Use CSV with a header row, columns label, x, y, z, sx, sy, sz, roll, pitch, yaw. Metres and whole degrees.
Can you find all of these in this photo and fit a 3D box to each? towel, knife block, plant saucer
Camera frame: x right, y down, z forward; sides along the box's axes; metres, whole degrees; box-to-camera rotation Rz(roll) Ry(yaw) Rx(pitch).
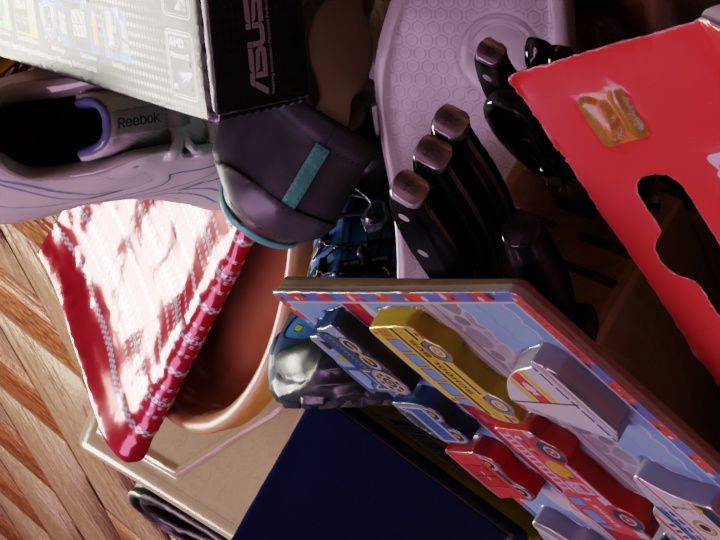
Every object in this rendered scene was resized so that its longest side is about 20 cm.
label,x,y,z,sx,sy,sz,roll,pitch,yaw
towel,-0.096,-0.025,1.162,0.201,0.022,0.145,-61,40,40
knife block,0.066,0.020,0.846,0.064,0.175,0.201,23,115,32
plant saucer,-0.060,-0.027,1.157,0.200,0.037,0.202,-2,88,62

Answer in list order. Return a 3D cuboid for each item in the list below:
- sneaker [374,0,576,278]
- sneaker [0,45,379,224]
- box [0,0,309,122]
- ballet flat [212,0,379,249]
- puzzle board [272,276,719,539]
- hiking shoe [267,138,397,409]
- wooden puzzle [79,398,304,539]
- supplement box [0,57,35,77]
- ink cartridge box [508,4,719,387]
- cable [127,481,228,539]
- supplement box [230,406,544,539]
label,x,y,z,sx,sy,sz,roll,pitch,yaw
sneaker,0.054,-0.055,0.928,0.070,0.099,0.201,9,117,18
sneaker,-0.077,-0.056,1.008,0.087,0.199,0.075,172,86,-77
box,-0.090,-0.164,0.912,0.200,0.047,0.195,22,123,56
ballet flat,-0.019,-0.091,0.958,0.073,0.073,0.201,57,-161,-35
puzzle board,0.075,0.067,0.855,0.200,0.017,0.150,40,161,-24
hiking shoe,0.000,0.000,1.017,0.200,0.074,0.087,-70,-24,-76
wooden puzzle,-0.054,0.027,1.224,0.037,0.186,0.200,20,-178,-35
supplement box,-0.194,-0.172,1.142,0.197,0.133,0.200,45,164,1
ink cartridge box,0.152,-0.007,0.699,0.199,0.050,0.161,-15,123,37
cable,-0.031,0.162,1.243,0.199,0.051,0.097,28,166,1
supplement box,0.041,0.132,1.079,0.109,0.109,0.200,35,-170,28
